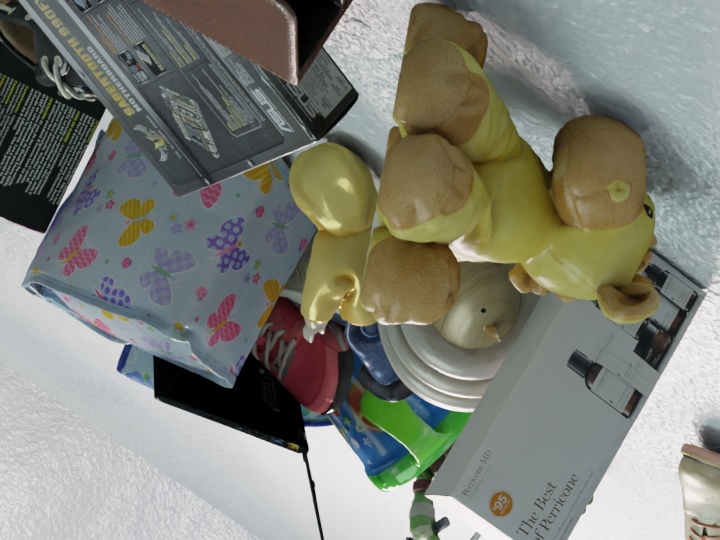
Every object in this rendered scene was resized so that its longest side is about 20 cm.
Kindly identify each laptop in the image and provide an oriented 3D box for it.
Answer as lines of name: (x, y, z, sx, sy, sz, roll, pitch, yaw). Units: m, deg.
laptop: (-0.096, 0.145, 1.572, 0.199, 0.117, 0.187, 22, -165, -13)

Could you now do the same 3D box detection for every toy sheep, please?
toy sheep: (0.075, 0.030, 1.289, 0.137, 0.138, 0.200, 29, 165, 11)

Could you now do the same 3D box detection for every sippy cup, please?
sippy cup: (0.020, 0.093, 1.626, 0.130, 0.140, 0.178, 46, 151, -7)

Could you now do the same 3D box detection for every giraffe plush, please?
giraffe plush: (0.090, -0.035, 1.061, 0.161, 0.174, 0.200, 10, 153, 0)

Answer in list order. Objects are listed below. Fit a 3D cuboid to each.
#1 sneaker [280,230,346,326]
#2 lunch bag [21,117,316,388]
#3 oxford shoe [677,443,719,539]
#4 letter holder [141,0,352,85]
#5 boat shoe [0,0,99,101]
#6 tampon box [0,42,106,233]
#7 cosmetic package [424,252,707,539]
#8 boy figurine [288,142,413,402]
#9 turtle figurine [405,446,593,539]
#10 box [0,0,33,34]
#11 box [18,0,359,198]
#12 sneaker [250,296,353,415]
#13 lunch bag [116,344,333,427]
sneaker: (-0.032, 0.004, 1.542, 0.199, 0.075, 0.084, 27, 173, 36)
lunch bag: (-0.151, -0.026, 1.498, 0.199, 0.170, 0.127, 18, 163, 33)
oxford shoe: (0.284, 0.199, 1.512, 0.070, 0.074, 0.200, 21, 161, 36)
letter holder: (-0.092, -0.205, 0.950, 0.199, 0.101, 0.142, 30, 163, 10)
boat shoe: (-0.194, -0.146, 1.304, 0.200, 0.060, 0.074, 43, 161, 47)
tampon box: (-0.323, -0.133, 1.478, 0.149, 0.127, 0.200, 28, -179, 35)
cosmetic package: (0.128, 0.075, 1.193, 0.082, 0.201, 0.051, 34, 166, -10)
boy figurine: (0.000, 0.000, 1.380, 0.064, 0.124, 0.201, 22, 144, 50)
turtle figurine: (0.112, 0.223, 1.775, 0.193, 0.202, 0.143, 2, 163, 46)
box: (-0.283, -0.209, 1.432, 0.199, 0.039, 0.041, 28, 165, 14)
box: (-0.115, -0.146, 1.132, 0.200, 0.048, 0.158, 51, 147, -15)
sneaker: (-0.078, 0.050, 1.566, 0.086, 0.074, 0.200, 4, -149, -35)
lunch bag: (-0.090, 0.077, 1.784, 0.199, 0.128, 0.169, 21, 176, -44)
